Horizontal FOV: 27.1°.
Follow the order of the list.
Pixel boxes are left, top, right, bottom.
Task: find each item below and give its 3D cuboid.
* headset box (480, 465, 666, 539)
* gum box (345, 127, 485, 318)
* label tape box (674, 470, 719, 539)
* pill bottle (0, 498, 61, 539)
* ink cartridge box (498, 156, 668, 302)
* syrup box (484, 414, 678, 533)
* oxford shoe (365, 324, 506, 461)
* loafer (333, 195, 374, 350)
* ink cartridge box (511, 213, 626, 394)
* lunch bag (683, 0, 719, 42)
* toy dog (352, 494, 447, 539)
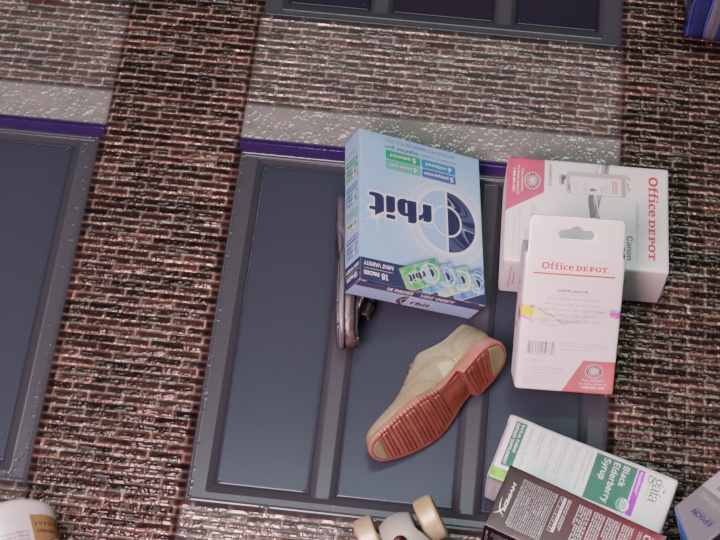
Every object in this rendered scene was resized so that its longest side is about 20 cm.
[{"bbox_3d":[0.230,0.302,1.591,0.198,0.149,0.076,23,67,12],"label":"headset box"},{"bbox_3d":[0.064,-0.056,1.789,0.168,0.045,0.202,12,61,-24],"label":"gum box"},{"bbox_3d":[0.387,0.290,1.594,0.199,0.144,0.066,-33,43,-15],"label":"label tape box"},{"bbox_3d":[-0.360,0.356,1.583,0.113,0.115,0.202,-15,65,-8],"label":"pill bottle"},{"bbox_3d":[0.269,-0.050,1.801,0.197,0.083,0.148,4,64,2],"label":"ink cartridge box"},{"bbox_3d":[0.243,0.242,1.658,0.198,0.082,0.079,21,66,11],"label":"syrup box"},{"bbox_3d":[0.076,0.141,1.728,0.199,0.071,0.074,-38,44,-16],"label":"oxford shoe"},{"bbox_3d":[0.000,0.000,1.786,0.062,0.072,0.202,2,61,-4],"label":"loafer"},{"bbox_3d":[0.238,0.033,1.709,0.115,0.068,0.203,4,103,2],"label":"ink cartridge box"},{"bbox_3d":[0.485,-0.401,1.944,0.131,0.136,0.202,11,64,5],"label":"lunch bag"},{"bbox_3d":[0.069,0.332,1.567,0.132,0.096,0.200,-44,88,6],"label":"toy dog"}]
